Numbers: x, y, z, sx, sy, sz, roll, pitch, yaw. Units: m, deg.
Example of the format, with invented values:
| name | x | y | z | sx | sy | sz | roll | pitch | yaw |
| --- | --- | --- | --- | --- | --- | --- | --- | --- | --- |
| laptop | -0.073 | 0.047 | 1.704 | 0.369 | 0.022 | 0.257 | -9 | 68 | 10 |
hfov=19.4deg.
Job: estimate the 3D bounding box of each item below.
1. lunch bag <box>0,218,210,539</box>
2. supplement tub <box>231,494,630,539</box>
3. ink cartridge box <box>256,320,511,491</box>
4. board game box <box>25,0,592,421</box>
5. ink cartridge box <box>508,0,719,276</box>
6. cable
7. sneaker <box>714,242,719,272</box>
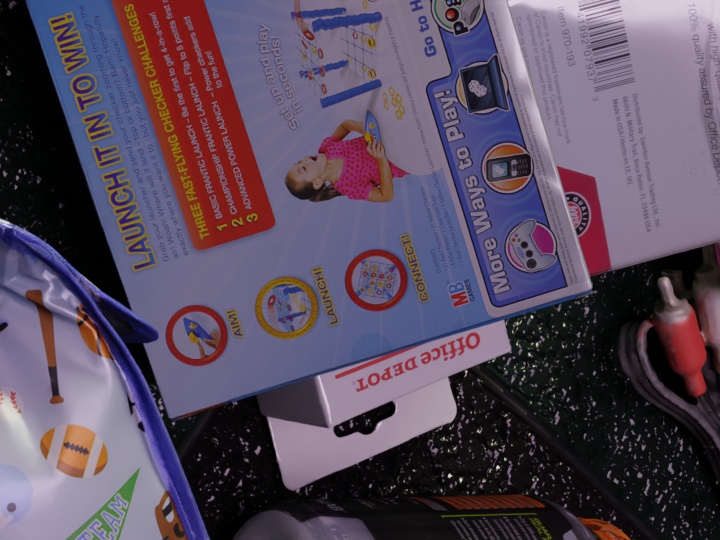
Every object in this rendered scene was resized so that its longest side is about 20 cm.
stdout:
| name | x | y | z | sx | sy | sz | roll | pitch | yaw |
| --- | --- | --- | --- | --- | --- | --- | --- | --- | --- |
| lunch bag | -0.157 | 0.067 | 0.857 | 0.124 | 0.170 | 0.200 | -30 | 108 | -33 |
| supplement tub | 0.039 | 0.171 | 1.025 | 0.200 | 0.122 | 0.123 | 3 | 90 | -34 |
| ink cartridge box | 0.000 | 0.000 | 1.022 | 0.116 | 0.068 | 0.200 | -21 | 104 | -30 |
| board game box | -0.021 | -0.059 | 0.922 | 0.195 | 0.056 | 0.200 | -17 | 101 | 3 |
| ink cartridge box | 0.148 | -0.090 | 1.009 | 0.200 | 0.083 | 0.146 | -15 | 108 | -7 |
| cable | 0.203 | 0.079 | 1.174 | 0.097 | 0.050 | 0.200 | -35 | 109 | -37 |
| sneaker | 0.270 | -0.013 | 1.171 | 0.200 | 0.087 | 0.074 | 3 | 84 | -58 |
